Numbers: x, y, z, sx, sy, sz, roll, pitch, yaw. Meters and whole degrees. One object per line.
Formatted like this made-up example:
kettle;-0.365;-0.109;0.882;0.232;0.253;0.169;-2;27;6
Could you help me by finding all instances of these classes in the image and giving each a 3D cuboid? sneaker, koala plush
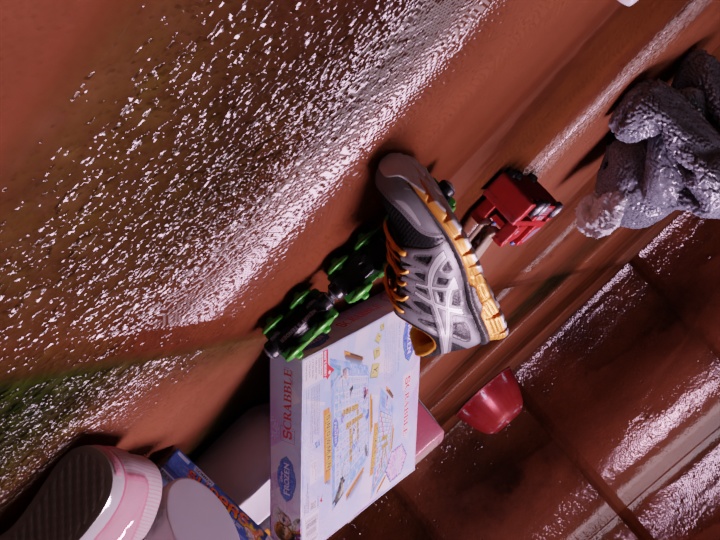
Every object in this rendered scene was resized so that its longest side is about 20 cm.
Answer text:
sneaker;0.049;-0.001;0.744;0.077;0.079;0.201;-25;130;5
sneaker;-0.226;0.213;0.756;0.200;0.075;0.105;-48;160;6
koala plush;0.344;-0.112;1.153;0.177;0.185;0.200;-29;173;-38

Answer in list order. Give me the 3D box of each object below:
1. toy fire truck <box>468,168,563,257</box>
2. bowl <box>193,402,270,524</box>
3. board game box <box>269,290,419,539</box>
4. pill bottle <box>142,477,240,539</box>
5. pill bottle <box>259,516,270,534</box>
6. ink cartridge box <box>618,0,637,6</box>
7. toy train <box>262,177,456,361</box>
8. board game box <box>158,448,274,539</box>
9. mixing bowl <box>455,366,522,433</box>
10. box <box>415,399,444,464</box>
toy fire truck;0.124;-0.035;1.006;0.141;0.049;0.200;-46;166;17
bowl;-0.112;0.209;1.050;0.200;0.075;0.199;-46;165;12
board game box;-0.011;0.139;0.959;0.199;0.041;0.202;-23;121;-51
pill bottle;-0.204;0.267;0.845;0.199;0.114;0.113;-36;167;16
pill bottle;-0.097;0.289;1.240;0.200;0.117;0.116;-44;165;8
ink cartridge box;0.235;-0.272;0.608;0.199;0.050;0.161;-38;165;-7
toy train;0.000;0.000;0.806;0.200;0.042;0.056;-42;175;2
board game box;-0.187;0.278;0.924;0.200;0.135;0.034;-45;-176;18
mixing bowl;0.363;0.367;2.689;0.199;0.109;0.200;-38;165;-12
box;0.019;0.274;1.513;0.200;0.109;0.128;-40;166;-8
